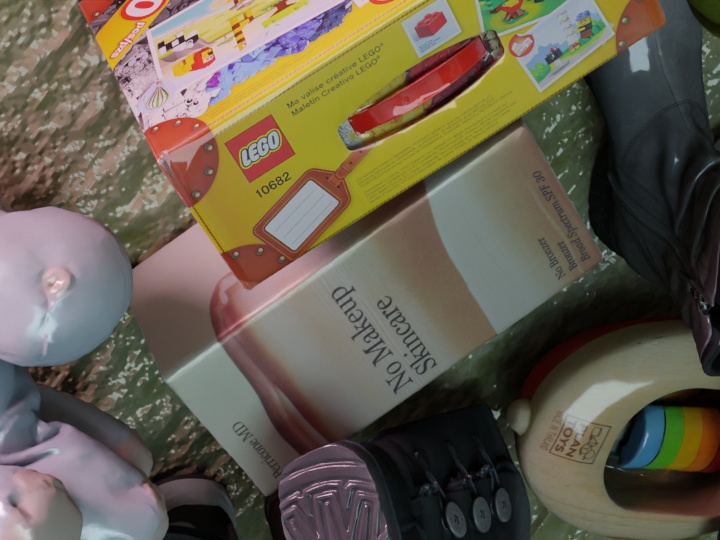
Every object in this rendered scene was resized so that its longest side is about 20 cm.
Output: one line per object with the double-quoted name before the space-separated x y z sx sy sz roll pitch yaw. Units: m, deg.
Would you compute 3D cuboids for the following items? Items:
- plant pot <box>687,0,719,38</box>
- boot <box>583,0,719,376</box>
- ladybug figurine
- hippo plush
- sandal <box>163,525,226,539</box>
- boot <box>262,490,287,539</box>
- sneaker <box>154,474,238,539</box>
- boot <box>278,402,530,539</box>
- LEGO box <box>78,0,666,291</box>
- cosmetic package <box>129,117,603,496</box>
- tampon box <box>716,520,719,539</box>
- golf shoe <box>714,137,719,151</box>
"plant pot" 0.138 -0.227 0.705 0.193 0.201 0.201 33 105 -23
"boot" 0.160 -0.059 0.843 0.069 0.132 0.201 -20 127 -9
"ladybug figurine" 0.163 0.080 0.973 0.199 0.072 0.136 11 116 -29
"hippo plush" -0.168 0.034 0.786 0.199 0.159 0.162 14 101 16
"sandal" -0.136 0.155 0.857 0.199 0.045 0.076 13 109 1
"boot" 0.010 0.188 0.956 0.074 0.097 0.200 -29 128 15
"sneaker" -0.109 0.207 0.936 0.074 0.079 0.201 4 121 -27
"boot" 0.032 0.155 0.867 0.065 0.200 0.166 -6 88 19
"LEGO box" -0.001 -0.106 0.734 0.199 0.149 0.077 -33 128 -1
"cosmetic package" 0.000 0.000 0.842 0.200 0.087 0.103 -36 129 3
"tampon box" 0.286 0.106 0.922 0.149 0.126 0.201 -18 127 -26
"golf shoe" 0.264 -0.076 0.904 0.200 0.092 0.075 -45 125 8
